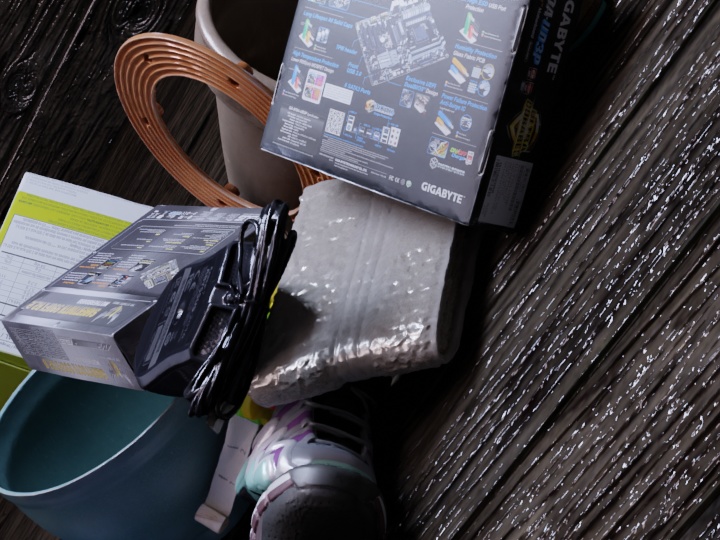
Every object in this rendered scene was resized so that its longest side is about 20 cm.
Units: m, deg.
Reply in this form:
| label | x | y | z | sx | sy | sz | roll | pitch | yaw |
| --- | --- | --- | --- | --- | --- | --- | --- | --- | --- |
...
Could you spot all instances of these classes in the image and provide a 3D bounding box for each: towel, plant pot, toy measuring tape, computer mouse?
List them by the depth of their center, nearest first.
| label | x | y | z | sx | sy | sz | roll | pitch | yaw |
| --- | --- | --- | --- | --- | --- | --- | --- | --- | --- |
| computer mouse | -0.085 | 0.039 | 1.214 | 0.200 | 0.053 | 0.139 | -17 | 50 | 67 |
| towel | 0.008 | 0.001 | 1.218 | 0.132 | 0.035 | 0.200 | -16 | 36 | 26 |
| toy measuring tape | -0.085 | 0.095 | 1.325 | 0.074 | 0.073 | 0.200 | -98 | 26 | -67 |
| plant pot | -0.030 | -0.117 | 1.458 | 0.200 | 0.200 | 0.175 | -79 | 3 | -48 |
| plant pot | -0.157 | 0.133 | 1.464 | 0.200 | 0.134 | 0.200 | -27 | 29 | 17 |

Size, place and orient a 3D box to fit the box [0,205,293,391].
| label | x | y | z | sx | sy | sz | roll | pitch | yaw |
| --- | --- | --- | --- | --- | --- | --- | --- | --- | --- |
| box | -0.148 | 0.015 | 1.417 | 0.158 | 0.048 | 0.200 | -39 | 21 | -26 |

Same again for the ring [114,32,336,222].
| label | x | y | z | sx | sy | sz | roll | pitch | yaw |
| --- | --- | --- | --- | --- | --- | --- | --- | --- | --- |
| ring | -0.088 | -0.091 | 1.376 | 0.019 | 0.200 | 0.200 | -52 | 7 | -26 |

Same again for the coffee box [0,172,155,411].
| label | x | y | z | sx | sy | sz | roll | pitch | yaw |
| --- | --- | --- | --- | --- | --- | --- | --- | --- | --- |
| coffee box | -0.235 | 0.070 | 1.733 | 0.200 | 0.200 | 0.198 | 108 | 178 | -50 |

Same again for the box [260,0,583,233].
| label | x | y | z | sx | sy | sz | roll | pitch | yaw |
| --- | --- | --- | --- | --- | --- | --- | --- | --- | --- |
| box | 0.033 | -0.124 | 1.199 | 0.200 | 0.046 | 0.159 | 22 | 100 | 46 |

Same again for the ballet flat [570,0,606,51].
| label | x | y | z | sx | sy | sz | roll | pitch | yaw |
| --- | --- | --- | --- | --- | --- | --- | --- | --- | --- |
| ballet flat | 0.079 | -0.138 | 1.256 | 0.068 | 0.072 | 0.200 | -58 | 8 | -30 |

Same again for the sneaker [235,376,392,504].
| label | x | y | z | sx | sy | sz | roll | pitch | yaw |
| --- | --- | --- | --- | --- | --- | --- | --- | --- | --- |
| sneaker | -0.018 | 0.082 | 1.219 | 0.140 | 0.078 | 0.200 | -68 | 14 | -11 |

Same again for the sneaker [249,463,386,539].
| label | x | y | z | sx | sy | sz | roll | pitch | yaw |
| --- | --- | --- | --- | --- | --- | --- | --- | --- | --- |
| sneaker | -0.039 | 0.204 | 1.120 | 0.200 | 0.076 | 0.116 | 114 | 167 | -47 |
